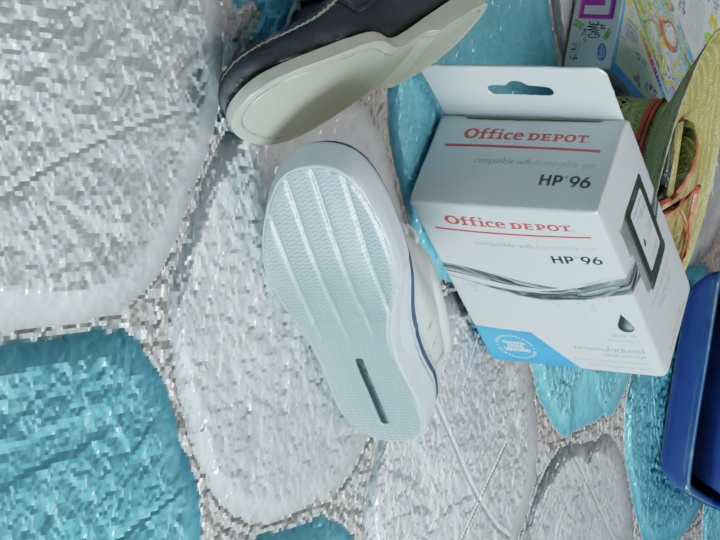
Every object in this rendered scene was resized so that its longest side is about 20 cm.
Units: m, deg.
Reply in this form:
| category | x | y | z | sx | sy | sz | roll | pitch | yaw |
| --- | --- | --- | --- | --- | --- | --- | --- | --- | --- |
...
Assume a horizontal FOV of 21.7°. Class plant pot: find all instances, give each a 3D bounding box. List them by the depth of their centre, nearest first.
| category | x | y | z | sx | sy | sz | roll | pitch | yaw |
| --- | --- | --- | --- | --- | --- | --- | --- | --- | --- |
| plant pot | 0.344 | 0.108 | 1.463 | 0.200 | 0.179 | 0.201 | 28 | 71 | -60 |

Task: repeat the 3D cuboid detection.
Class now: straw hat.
| category | x | y | z | sx | sy | sz | roll | pitch | yaw |
| --- | --- | --- | --- | --- | --- | --- | --- | --- | --- |
| straw hat | 0.172 | -0.067 | 1.214 | 0.201 | 0.085 | 0.202 | 16 | 90 | -71 |

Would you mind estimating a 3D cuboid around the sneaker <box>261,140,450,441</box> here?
| category | x | y | z | sx | sy | sz | roll | pitch | yaw |
| --- | --- | --- | --- | --- | --- | --- | --- | --- | --- |
| sneaker | 0.000 | 0.000 | 0.935 | 0.201 | 0.073 | 0.071 | 76 | 24 | -48 |

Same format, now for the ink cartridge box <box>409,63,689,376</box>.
| category | x | y | z | sx | sy | sz | roll | pitch | yaw |
| --- | --- | --- | --- | --- | --- | --- | --- | --- | --- |
| ink cartridge box | 0.104 | -0.026 | 1.061 | 0.200 | 0.115 | 0.068 | 59 | 43 | -47 |

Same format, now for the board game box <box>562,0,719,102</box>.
| category | x | y | z | sx | sy | sz | roll | pitch | yaw |
| --- | --- | --- | --- | --- | --- | --- | --- | --- | --- |
| board game box | 0.201 | -0.165 | 1.302 | 0.200 | 0.034 | 0.135 | 34 | 65 | -58 |

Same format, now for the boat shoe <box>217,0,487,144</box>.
| category | x | y | z | sx | sy | sz | roll | pitch | yaw |
| --- | --- | --- | --- | --- | --- | --- | --- | --- | --- |
| boat shoe | -0.014 | -0.116 | 0.911 | 0.063 | 0.073 | 0.200 | 50 | 39 | 8 |
